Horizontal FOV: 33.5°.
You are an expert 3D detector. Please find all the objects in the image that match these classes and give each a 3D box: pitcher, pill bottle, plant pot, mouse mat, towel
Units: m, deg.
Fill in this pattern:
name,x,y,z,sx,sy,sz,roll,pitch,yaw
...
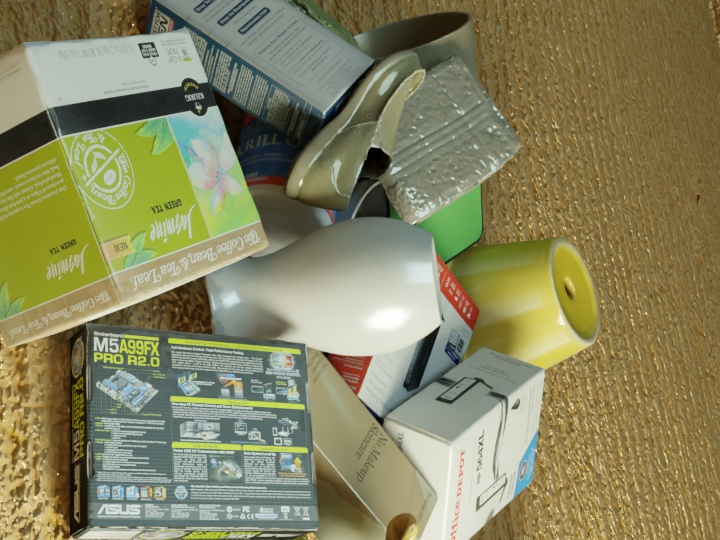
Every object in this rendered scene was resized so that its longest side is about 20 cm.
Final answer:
name,x,y,z,sx,sy,sz,roll,pitch,yaw
pitcher,-0.027,0.013,1.093,0.172,0.197,0.123,-66,149,-76
pill bottle,-0.070,-0.116,1.198,0.112,0.111,0.202,43,40,-37
plant pot,0.064,-0.176,1.399,0.187,0.185,0.202,-50,129,-54
mouse mat,0.084,-0.078,1.310,0.199,0.007,0.163,-31,123,-48
plant pot,0.173,0.048,1.420,0.200,0.187,0.203,34,46,-45
towel,-0.083,-0.282,1.238,0.199,0.037,0.148,40,12,-6
towel,0.074,-0.137,1.231,0.199,0.034,0.133,-32,85,-40

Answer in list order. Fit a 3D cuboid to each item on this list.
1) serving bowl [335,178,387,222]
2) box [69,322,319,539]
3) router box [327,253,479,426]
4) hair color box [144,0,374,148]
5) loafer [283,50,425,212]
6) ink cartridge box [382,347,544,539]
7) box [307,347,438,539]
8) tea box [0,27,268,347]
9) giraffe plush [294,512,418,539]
name,x,y,z,sx,sy,sz,roll,pitch,yaw
serving bowl,0.000,0.000,1.264,0.199,0.065,0.203,-21,114,-59
box,-0.133,0.133,0.963,0.198,0.044,0.162,7,66,-30
router box,0.046,0.078,1.239,0.200,0.048,0.181,47,59,-55
hair color box,-0.097,-0.209,1.139,0.199,0.061,0.100,35,50,6
loafer,0.006,-0.125,1.115,0.068,0.076,0.201,37,64,4
ink cartridge box,0.105,0.189,1.241,0.199,0.084,0.148,-29,129,-50
box,-0.025,0.180,1.114,0.201,0.077,0.095,51,37,-13
tea box,-0.204,-0.071,0.942,0.199,0.132,0.199,-27,98,-58
giraffe plush,-0.021,0.286,1.012,0.199,0.161,0.175,-14,86,-58
